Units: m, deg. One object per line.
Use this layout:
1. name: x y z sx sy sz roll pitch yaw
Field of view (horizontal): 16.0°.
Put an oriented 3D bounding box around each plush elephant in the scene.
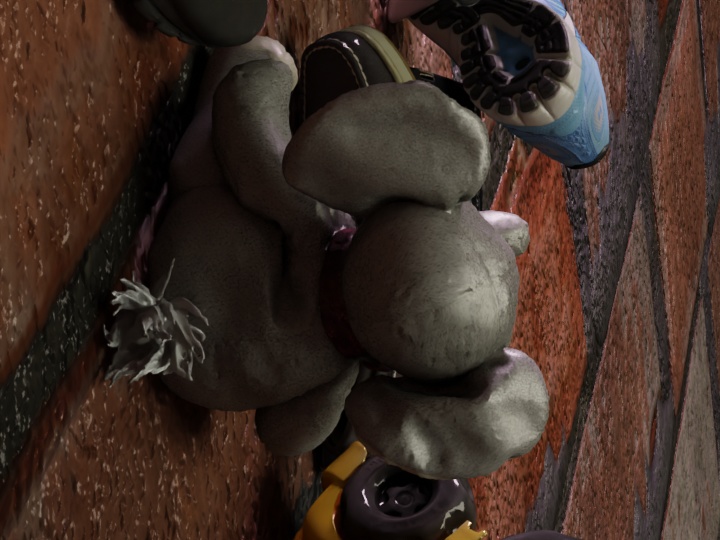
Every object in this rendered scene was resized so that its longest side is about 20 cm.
1. plush elephant: 0.000 0.000 1.007 0.200 0.154 0.166 -51 138 -69

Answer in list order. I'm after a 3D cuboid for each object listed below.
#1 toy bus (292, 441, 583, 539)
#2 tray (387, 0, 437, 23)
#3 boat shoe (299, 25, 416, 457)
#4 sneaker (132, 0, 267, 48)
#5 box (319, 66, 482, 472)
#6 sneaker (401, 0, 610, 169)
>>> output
1. toy bus: 0.014 0.196 1.100 0.192 0.200 0.136 -38 137 -23
2. tray: 0.086 -0.211 1.344 0.022 0.199 0.108 34 48 -32
3. boat shoe: -0.002 -0.012 1.179 0.066 0.072 0.202 -10 92 -40
4. sneaker: -0.053 -0.162 0.944 0.201 0.090 0.076 76 18 -46
5. box: 0.024 -0.001 1.318 0.198 0.049 0.202 -5 94 -75
6. sneaker: 0.082 -0.120 1.382 0.090 0.078 0.201 48 15 -38
